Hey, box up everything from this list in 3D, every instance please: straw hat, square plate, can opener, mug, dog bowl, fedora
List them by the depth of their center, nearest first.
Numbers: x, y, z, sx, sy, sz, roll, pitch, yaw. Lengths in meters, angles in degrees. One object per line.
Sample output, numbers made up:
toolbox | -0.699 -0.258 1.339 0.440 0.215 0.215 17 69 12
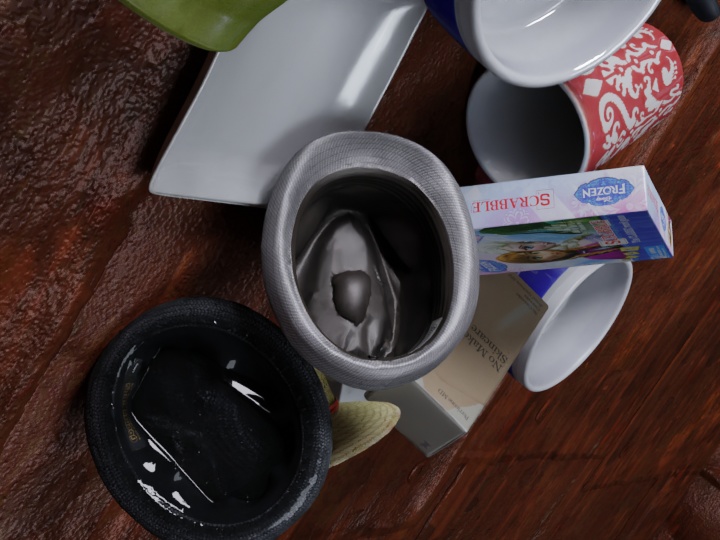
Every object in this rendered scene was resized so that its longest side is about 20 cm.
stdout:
square plate | -0.052 -0.138 0.819 0.198 0.028 0.201 4 119 -55
dog bowl | 0.143 -0.241 0.820 0.199 0.079 0.201 -23 139 -21
fedora | 0.000 0.000 0.881 0.176 0.201 0.090 -2 164 -20
fedora | -0.118 0.122 0.889 0.201 0.201 0.092 -47 179 -8
straw hat | -0.071 0.122 1.004 0.200 0.200 0.086 -25 99 -38
mug | 0.198 -0.161 1.078 0.200 0.177 0.134 -30 108 -39
can opener | 0.338 -0.308 1.154 0.200 0.078 0.064 3 81 -59
dog bowl | 0.241 0.046 1.371 0.200 0.079 0.201 -34 145 -27

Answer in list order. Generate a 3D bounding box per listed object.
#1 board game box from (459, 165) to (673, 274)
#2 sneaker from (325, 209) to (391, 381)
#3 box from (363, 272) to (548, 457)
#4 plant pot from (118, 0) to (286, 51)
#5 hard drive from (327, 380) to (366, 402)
board game box | 0.172 -0.039 1.012 0.200 0.198 0.041 26 61 -65
sneaker | 0.009 0.016 1.020 0.079 0.078 0.201 -37 157 -47
box | 0.100 0.081 1.129 0.200 0.095 0.078 -51 -174 -40
plant pot | -0.063 -0.226 0.572 0.193 0.201 0.200 -48 152 19
hard drive | 0.038 0.110 1.214 0.199 0.026 0.132 -26 142 -36
